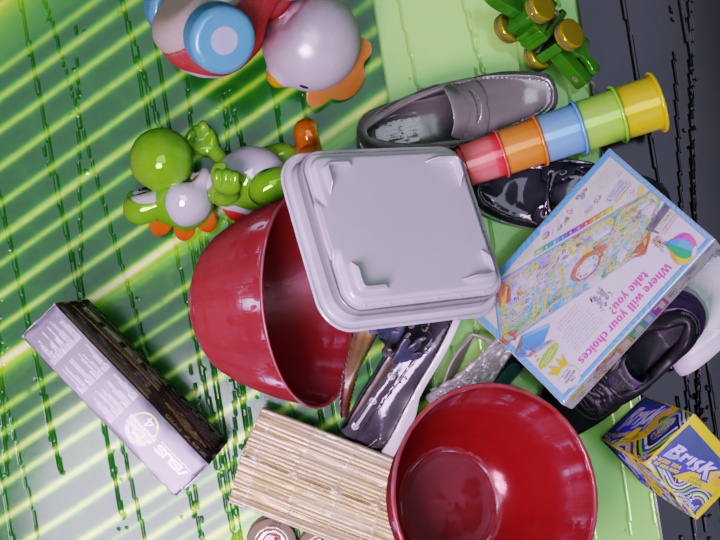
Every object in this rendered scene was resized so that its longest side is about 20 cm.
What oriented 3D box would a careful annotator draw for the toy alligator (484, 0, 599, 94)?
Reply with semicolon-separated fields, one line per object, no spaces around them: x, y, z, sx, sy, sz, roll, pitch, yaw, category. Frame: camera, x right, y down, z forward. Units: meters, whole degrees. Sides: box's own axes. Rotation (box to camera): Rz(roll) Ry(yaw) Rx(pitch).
0.196;-0.221;1.446;0.200;0.059;0.054;39;55;-17;toy alligator

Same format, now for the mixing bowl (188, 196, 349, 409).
-0.090;0.029;1.384;0.108;0.200;0.201;-4;89;24;mixing bowl

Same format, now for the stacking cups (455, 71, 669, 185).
0.189;-0.130;1.419;0.199;0.061;0.061;-18;90;3;stacking cups

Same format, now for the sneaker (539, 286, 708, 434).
0.236;0.093;1.398;0.076;0.088;0.200;45;113;0;sneaker

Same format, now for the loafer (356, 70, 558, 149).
0.094;-0.148;1.431;0.199;0.070;0.070;-16;92;0;loafer

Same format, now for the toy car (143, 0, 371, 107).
-0.076;-0.219;1.406;0.177;0.184;0.200;-46;119;-1;toy car

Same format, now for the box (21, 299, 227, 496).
-0.213;0.112;1.381;0.049;0.161;0.200;-44;91;-1;box

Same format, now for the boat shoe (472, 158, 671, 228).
0.204;-0.071;1.435;0.198;0.066;0.075;11;90;-1;boat shoe

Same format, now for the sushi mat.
-0.019;0.208;1.411;0.199;0.012;0.096;21;81;1;sushi mat

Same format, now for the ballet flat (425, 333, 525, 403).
0.137;0.071;1.436;0.072;0.072;0.200;42;88;0;ballet flat

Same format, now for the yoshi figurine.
-0.135;-0.101;1.418;0.199;0.112;0.113;-13;74;1;yoshi figurine

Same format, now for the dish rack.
0.036;-0.038;1.325;0.199;0.044;0.172;-6;72;-34;dish rack

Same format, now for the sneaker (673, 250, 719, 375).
0.344;-0.007;1.433;0.200;0.074;0.116;-44;93;0;sneaker

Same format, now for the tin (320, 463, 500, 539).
0.059;0.236;1.435;0.199;0.042;0.113;-13;86;-4;tin

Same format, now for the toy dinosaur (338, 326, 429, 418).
0.000;0.000;1.402;0.200;0.182;0.105;-42;133;12;toy dinosaur

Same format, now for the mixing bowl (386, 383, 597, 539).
0.101;0.209;1.349;0.199;0.108;0.201;5;75;-21;mixing bowl

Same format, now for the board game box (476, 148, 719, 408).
0.211;0.007;1.364;0.200;0.034;0.134;-48;64;7;board game box

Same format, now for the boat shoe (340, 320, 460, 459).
0.044;0.080;1.431;0.060;0.074;0.201;24;97;-5;boat shoe

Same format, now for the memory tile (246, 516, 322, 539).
-0.020;0.327;1.453;0.199;0.017;0.154;9;89;-1;memory tile

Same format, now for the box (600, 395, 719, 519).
0.282;0.167;1.367;0.064;0.200;0.070;-43;91;-2;box
